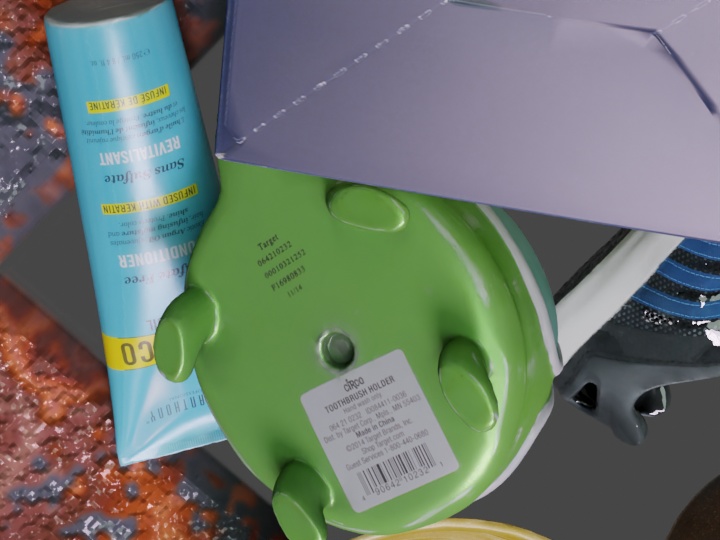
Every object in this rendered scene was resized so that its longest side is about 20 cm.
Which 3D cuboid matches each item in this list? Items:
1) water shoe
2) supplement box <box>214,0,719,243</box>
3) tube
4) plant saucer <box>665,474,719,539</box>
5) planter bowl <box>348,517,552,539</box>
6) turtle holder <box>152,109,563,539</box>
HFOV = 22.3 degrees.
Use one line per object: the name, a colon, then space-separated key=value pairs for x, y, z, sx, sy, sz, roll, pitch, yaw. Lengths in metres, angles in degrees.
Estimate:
water shoe: x=0.151 y=-0.004 z=0.741 sx=0.079 sy=0.072 sz=0.200 roll=45 pitch=132 yaw=1
supplement box: x=0.069 y=-0.123 z=0.621 sx=0.199 sy=0.200 sz=0.135 roll=10 pitch=120 yaw=3
tube: x=-0.083 y=-0.015 z=0.751 sx=0.077 sy=0.050 sz=0.201 roll=-11 pitch=114 yaw=-1
plant saucer: x=0.210 y=0.178 z=0.801 sx=0.200 sy=0.034 sz=0.201 roll=10 pitch=70 yaw=-29
planter bowl: x=0.025 y=0.185 z=0.808 sx=0.200 sy=0.083 sz=0.201 roll=-2 pitch=107 yaw=-8
turtle holder: x=-0.002 y=0.011 z=0.724 sx=0.185 sy=0.132 sz=0.141 roll=37 pitch=115 yaw=15
